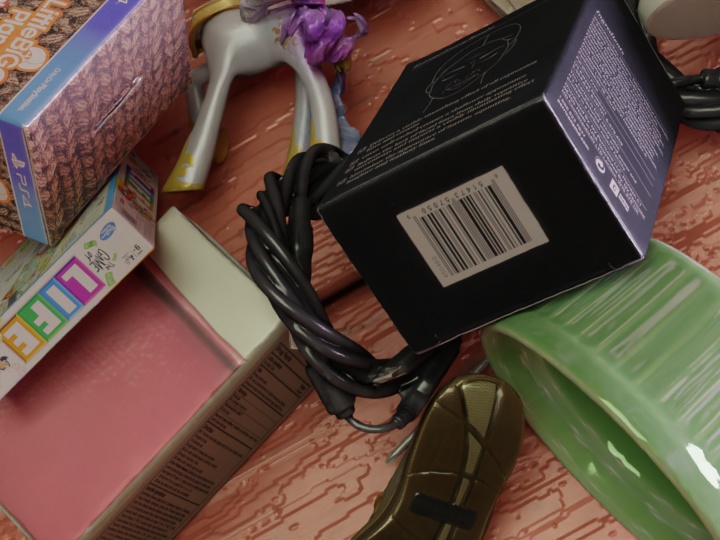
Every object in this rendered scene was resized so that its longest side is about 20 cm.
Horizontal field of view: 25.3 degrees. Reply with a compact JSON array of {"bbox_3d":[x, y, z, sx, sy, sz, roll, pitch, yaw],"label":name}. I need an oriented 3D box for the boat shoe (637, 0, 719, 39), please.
[{"bbox_3d":[0.250,-0.205,0.961,0.201,0.070,0.072,-25,66,-2],"label":"boat shoe"}]

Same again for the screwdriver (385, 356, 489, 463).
[{"bbox_3d":[0.086,0.048,0.998,0.200,0.029,0.028,-43,71,-8],"label":"screwdriver"}]

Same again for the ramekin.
[{"bbox_3d":[0.169,0.074,0.893,0.098,0.200,0.200,-41,71,-9],"label":"ramekin"}]

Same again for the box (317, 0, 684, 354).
[{"bbox_3d":[0.087,-0.067,0.916,0.148,0.200,0.107,-25,110,29],"label":"box"}]

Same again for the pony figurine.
[{"bbox_3d":[-0.048,-0.155,1.037,0.193,0.167,0.200,-4,89,19],"label":"pony figurine"}]

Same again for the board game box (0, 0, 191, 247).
[{"bbox_3d":[-0.230,-0.130,0.962,0.200,0.097,0.160,20,52,18],"label":"board game box"}]

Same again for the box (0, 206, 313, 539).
[{"bbox_3d":[-0.130,0.081,0.985,0.109,0.128,0.200,41,85,19],"label":"box"}]

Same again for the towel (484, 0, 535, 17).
[{"bbox_3d":[0.156,-0.237,1.034,0.200,0.034,0.133,-40,45,5],"label":"towel"}]

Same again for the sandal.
[{"bbox_3d":[0.037,0.147,0.962,0.080,0.054,0.200,24,102,-10],"label":"sandal"}]

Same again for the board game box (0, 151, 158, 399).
[{"bbox_3d":[-0.183,-0.003,0.982,0.134,0.200,0.034,-44,105,6],"label":"board game box"}]

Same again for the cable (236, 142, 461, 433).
[{"bbox_3d":[0.000,0.000,0.959,0.163,0.200,0.051,48,126,-7],"label":"cable"}]

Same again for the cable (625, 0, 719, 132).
[{"bbox_3d":[0.253,-0.158,1.013,0.200,0.051,0.163,-33,76,-1],"label":"cable"}]
